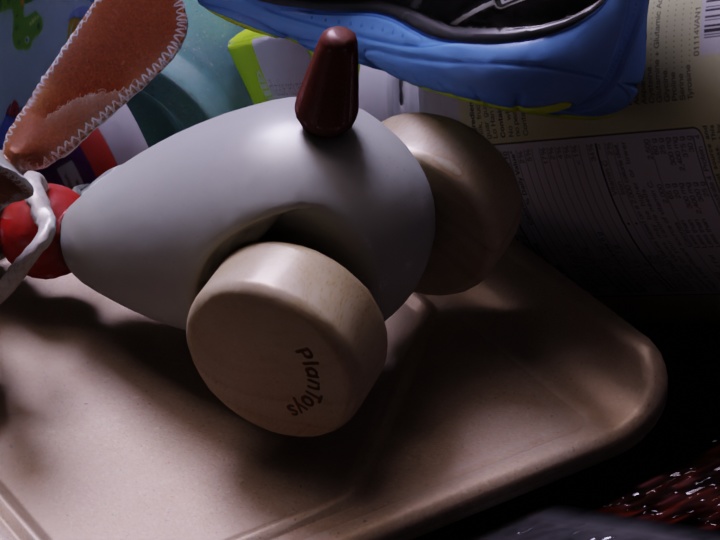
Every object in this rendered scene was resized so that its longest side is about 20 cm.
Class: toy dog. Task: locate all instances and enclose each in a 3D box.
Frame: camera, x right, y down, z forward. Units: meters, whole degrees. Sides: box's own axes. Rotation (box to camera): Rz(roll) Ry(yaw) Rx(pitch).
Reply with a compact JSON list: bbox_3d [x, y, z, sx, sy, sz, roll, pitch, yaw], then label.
[{"bbox_3d":[-0.059,-0.030,0.637,0.200,0.096,0.132,0,34,8],"label":"toy dog"}]

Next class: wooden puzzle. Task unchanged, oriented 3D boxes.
[{"bbox_3d":[-0.047,0.033,0.662,0.200,0.037,0.185,-23,38,-24],"label":"wooden puzzle"}]

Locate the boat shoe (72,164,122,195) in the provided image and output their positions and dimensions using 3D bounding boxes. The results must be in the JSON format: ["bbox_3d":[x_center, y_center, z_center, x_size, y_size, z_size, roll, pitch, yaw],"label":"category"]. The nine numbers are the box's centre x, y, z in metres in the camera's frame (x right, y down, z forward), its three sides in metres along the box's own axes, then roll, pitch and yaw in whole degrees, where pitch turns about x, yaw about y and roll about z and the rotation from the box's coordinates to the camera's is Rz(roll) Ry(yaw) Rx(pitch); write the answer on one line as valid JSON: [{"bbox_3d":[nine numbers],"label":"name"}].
[{"bbox_3d":[-0.075,-0.012,0.803,0.200,0.068,0.072,3,47,10],"label":"boat shoe"}]

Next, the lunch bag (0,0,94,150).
[{"bbox_3d":[-0.199,-0.090,0.814,0.200,0.127,0.170,14,44,23],"label":"lunch bag"}]

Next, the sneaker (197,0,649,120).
[{"bbox_3d":[0.007,-0.098,0.680,0.071,0.083,0.200,10,8,-46],"label":"sneaker"}]

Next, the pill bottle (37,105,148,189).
[{"bbox_3d":[-0.177,-0.003,0.894,0.200,0.113,0.112,-35,20,-30],"label":"pill bottle"}]

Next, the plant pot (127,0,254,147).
[{"bbox_3d":[-0.103,-0.076,1.044,0.200,0.200,0.134,-12,32,17],"label":"plant pot"}]

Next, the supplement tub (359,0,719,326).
[{"bbox_3d":[0.109,-0.055,0.713,0.145,0.145,0.200,-25,14,-38],"label":"supplement tub"}]

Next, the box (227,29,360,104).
[{"bbox_3d":[0.026,-0.095,0.895,0.122,0.048,0.200,-27,9,-9],"label":"box"}]
